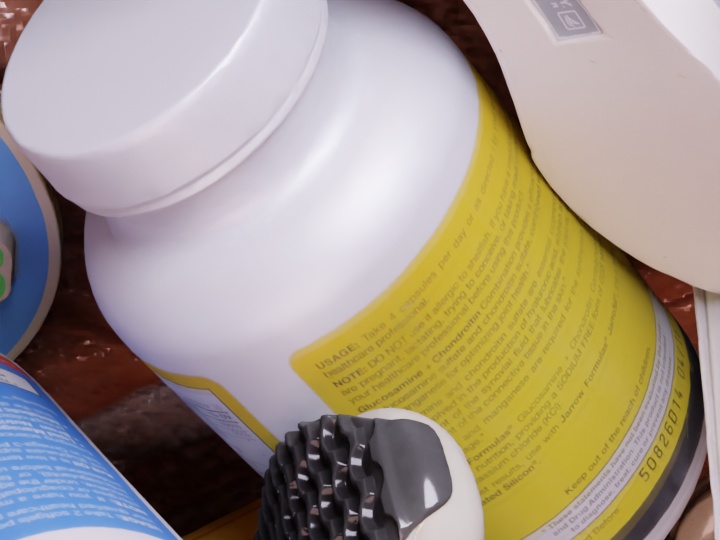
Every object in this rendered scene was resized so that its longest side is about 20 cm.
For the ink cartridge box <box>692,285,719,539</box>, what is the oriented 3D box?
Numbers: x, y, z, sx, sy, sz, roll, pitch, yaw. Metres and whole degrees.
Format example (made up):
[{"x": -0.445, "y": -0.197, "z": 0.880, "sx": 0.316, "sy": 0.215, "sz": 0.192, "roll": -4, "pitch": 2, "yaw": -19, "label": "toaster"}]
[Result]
[{"x": 0.193, "y": 0.021, "z": 0.694, "sx": 0.199, "sy": 0.146, "sz": 0.084, "roll": -16, "pitch": 134, "yaw": 20, "label": "ink cartridge box"}]

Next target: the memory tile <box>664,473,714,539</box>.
[{"x": 0.064, "y": 0.137, "z": 0.817, "sx": 0.199, "sy": 0.017, "sz": 0.154, "roll": -19, "pitch": 123, "yaw": 11, "label": "memory tile"}]

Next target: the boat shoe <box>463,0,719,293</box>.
[{"x": 0.059, "y": -0.076, "z": 0.652, "sx": 0.072, "sy": 0.069, "sz": 0.200, "roll": -9, "pitch": 134, "yaw": 44, "label": "boat shoe"}]

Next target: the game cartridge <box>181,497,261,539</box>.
[{"x": -0.044, "y": 0.145, "z": 0.859, "sx": 0.199, "sy": 0.032, "sz": 0.177, "roll": -23, "pitch": 137, "yaw": -11, "label": "game cartridge"}]

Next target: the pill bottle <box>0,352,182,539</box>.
[{"x": -0.089, "y": 0.100, "z": 0.681, "sx": 0.112, "sy": 0.200, "sz": 0.113, "roll": -11, "pitch": 115, "yaw": -25, "label": "pill bottle"}]

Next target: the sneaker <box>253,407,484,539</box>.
[{"x": 0.022, "y": 0.098, "z": 0.690, "sx": 0.093, "sy": 0.070, "sz": 0.200, "roll": -4, "pitch": 141, "yaw": -14, "label": "sneaker"}]

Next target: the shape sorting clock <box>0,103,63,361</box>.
[{"x": -0.182, "y": -0.012, "z": 0.750, "sx": 0.199, "sy": 0.039, "sz": 0.200, "roll": 1, "pitch": 137, "yaw": 1, "label": "shape sorting clock"}]

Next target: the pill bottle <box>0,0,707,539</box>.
[{"x": 0.000, "y": 0.000, "z": 0.703, "sx": 0.112, "sy": 0.112, "sz": 0.200, "roll": -22, "pitch": 132, "yaw": 24, "label": "pill bottle"}]
